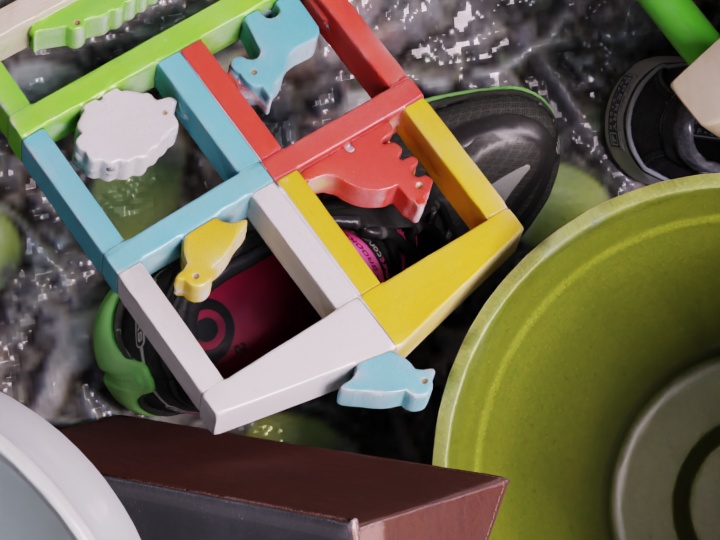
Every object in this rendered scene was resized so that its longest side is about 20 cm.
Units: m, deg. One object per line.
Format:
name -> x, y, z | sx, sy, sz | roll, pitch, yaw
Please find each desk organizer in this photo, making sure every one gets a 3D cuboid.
desk organizer -> -0.045, 0.097, 0.943 | 0.077, 0.199, 0.072 | -12, 103, -44

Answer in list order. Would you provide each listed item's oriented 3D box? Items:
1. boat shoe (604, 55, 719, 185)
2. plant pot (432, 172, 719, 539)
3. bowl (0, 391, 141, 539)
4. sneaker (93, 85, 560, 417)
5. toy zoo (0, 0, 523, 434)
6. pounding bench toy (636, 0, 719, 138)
boat shoe -> 0.198, -0.054, 1.126 | 0.199, 0.068, 0.072 | 6, 95, -29
plant pot -> 0.141, 0.081, 1.012 | 0.199, 0.193, 0.202 | -2, 81, 12
bowl -> -0.139, 0.111, 0.899 | 0.090, 0.200, 0.202 | -39, 120, -61
sneaker -> 0.000, 0.000, 1.023 | 0.200, 0.084, 0.077 | -33, 111, -19
toy zoo -> -0.035, -0.032, 0.971 | 0.131, 0.020, 0.200 | -31, 73, -20
pounding bench toy -> 0.124, -0.153, 1.018 | 0.201, 0.156, 0.124 | -61, 144, -7
